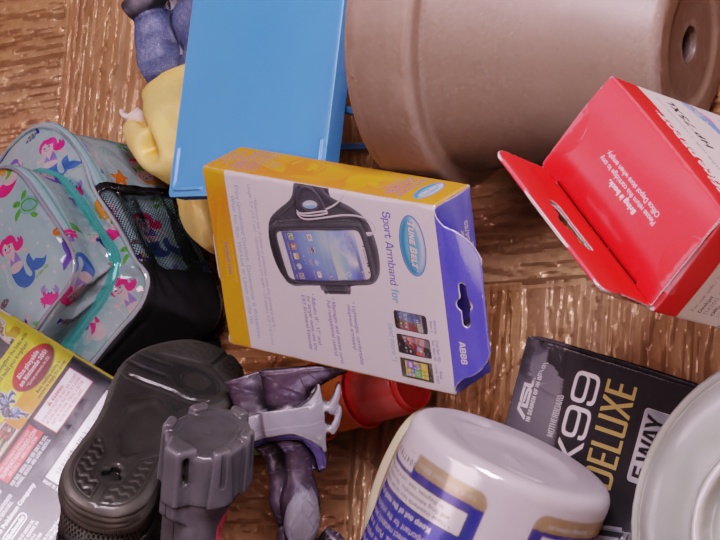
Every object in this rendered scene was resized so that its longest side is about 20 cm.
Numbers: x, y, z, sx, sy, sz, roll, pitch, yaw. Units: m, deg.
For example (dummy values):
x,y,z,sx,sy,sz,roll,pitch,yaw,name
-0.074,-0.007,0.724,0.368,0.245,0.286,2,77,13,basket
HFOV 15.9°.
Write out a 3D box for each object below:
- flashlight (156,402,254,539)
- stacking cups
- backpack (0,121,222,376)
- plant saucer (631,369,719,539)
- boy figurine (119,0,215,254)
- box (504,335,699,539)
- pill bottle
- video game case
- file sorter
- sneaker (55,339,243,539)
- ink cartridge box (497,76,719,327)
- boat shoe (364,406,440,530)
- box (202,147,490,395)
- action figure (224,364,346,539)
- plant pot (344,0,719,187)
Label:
x,y,z,sx,sy,sz,roll,pitch,yaw,name
-0.092,0.171,1.533,0.068,0.068,0.201,-106,19,-56,flashlight
-0.043,0.091,1.646,0.200,0.060,0.061,-13,71,41,stacking cups
-0.206,0.001,1.774,0.178,0.150,0.200,-50,46,26,backpack
0.228,0.137,1.333,0.199,0.050,0.201,-3,84,27,plant saucer
-0.103,-0.106,1.748,0.124,0.064,0.201,-23,66,17,boy figurine
0.139,0.151,1.457,0.157,0.050,0.201,18,94,45,box
0.047,0.189,1.420,0.120,0.119,0.201,33,104,44,pill bottle
-0.247,0.125,1.633,0.180,0.026,0.200,31,67,7,video game case
-0.021,-0.136,1.633,0.138,0.122,0.201,0,81,44,file sorter
-0.136,0.126,1.598,0.076,0.200,0.115,22,127,6,sneaker
0.178,-0.031,1.355,0.067,0.200,0.116,-53,50,22,ink cartridge box
0.042,0.184,1.535,0.068,0.075,0.201,22,106,44,boat shoe
0.000,0.000,1.509,0.199,0.041,0.120,11,119,36,box
-0.036,0.158,1.564,0.130,0.069,0.201,170,95,-78,action figure
0.111,-0.141,1.478,0.174,0.200,0.201,8,86,28,plant pot
